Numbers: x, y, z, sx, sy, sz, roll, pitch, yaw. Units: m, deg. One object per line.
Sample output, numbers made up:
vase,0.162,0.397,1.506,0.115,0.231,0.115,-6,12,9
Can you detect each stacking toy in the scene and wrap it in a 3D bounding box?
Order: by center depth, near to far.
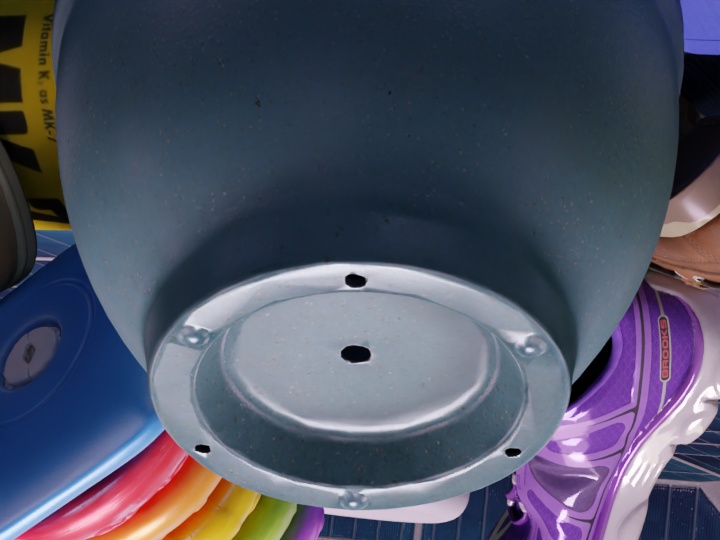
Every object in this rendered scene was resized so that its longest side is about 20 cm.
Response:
stacking toy,-0.057,0.086,0.738,0.109,0.116,0.200,-34,126,13

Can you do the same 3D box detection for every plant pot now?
plant pot,0.001,-0.015,0.594,0.199,0.135,0.201,1,142,1

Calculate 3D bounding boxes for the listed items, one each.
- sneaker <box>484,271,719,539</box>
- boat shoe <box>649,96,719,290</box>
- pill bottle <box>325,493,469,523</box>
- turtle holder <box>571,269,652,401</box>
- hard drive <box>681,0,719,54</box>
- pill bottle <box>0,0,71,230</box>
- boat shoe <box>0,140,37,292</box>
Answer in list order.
sneaker,0.091,0.077,0.905,0.083,0.201,0.081,16,-150,-17
boat shoe,0.139,-0.023,0.843,0.068,0.072,0.200,44,-175,-8
pill bottle,0.000,0.000,0.850,0.115,0.202,0.116,7,169,1
turtle holder,0.087,0.011,1.000,0.131,0.142,0.185,15,173,-15
hard drive,0.146,-0.108,0.638,0.131,0.026,0.200,3,170,20
pill bottle,-0.087,-0.072,0.752,0.199,0.115,0.114,1,169,29
boat shoe,-0.193,-0.061,0.697,0.074,0.066,0.200,-26,109,36
